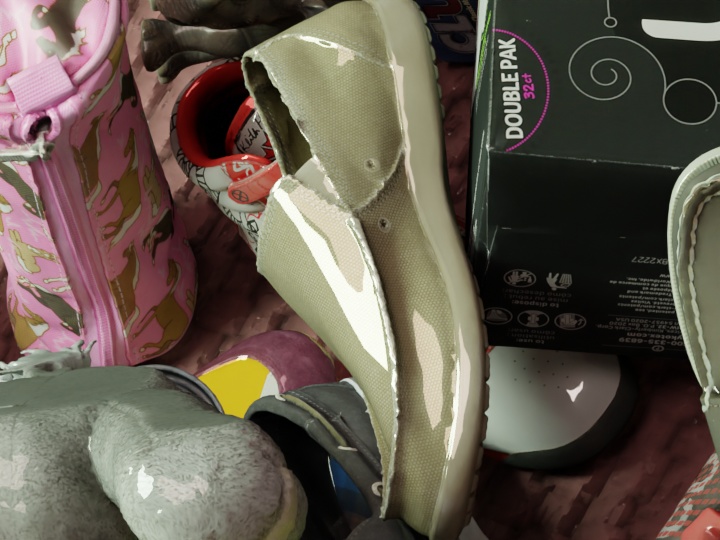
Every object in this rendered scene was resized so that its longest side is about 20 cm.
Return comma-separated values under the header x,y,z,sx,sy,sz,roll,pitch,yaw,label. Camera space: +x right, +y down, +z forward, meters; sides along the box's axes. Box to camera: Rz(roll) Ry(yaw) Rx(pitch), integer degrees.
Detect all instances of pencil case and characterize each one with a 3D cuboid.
x,y,z,sx,sy,sz,roll,pitch,yaw,label
-0.110,-0.038,1.090,0.083,0.200,0.087,25,65,20,pencil case

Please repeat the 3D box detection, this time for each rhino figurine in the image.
x,y,z,sx,sy,sz,roll,pitch,yaw,label
-0.042,-0.107,1.119,0.087,0.200,0.060,-8,92,0,rhino figurine

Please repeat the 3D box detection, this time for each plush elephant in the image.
x,y,z,sx,sy,sz,roll,pitch,yaw,label
-0.089,0.113,0.846,0.164,0.200,0.155,-8,98,1,plush elephant

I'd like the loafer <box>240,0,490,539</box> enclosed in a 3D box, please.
x,y,z,sx,sy,sz,roll,pitch,yaw,label
0.000,0.000,0.983,0.068,0.076,0.200,-6,62,-6,loafer

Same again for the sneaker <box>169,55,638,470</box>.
x,y,z,sx,sy,sz,roll,pitch,yaw,label
0.008,-0.007,1.059,0.067,0.108,0.201,-47,49,-6,sneaker

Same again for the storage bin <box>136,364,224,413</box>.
x,y,z,sx,sy,sz,roll,pitch,yaw,label
-0.082,0.147,0.955,0.135,0.094,0.200,-18,75,-3,storage bin

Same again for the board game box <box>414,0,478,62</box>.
x,y,z,sx,sy,sz,roll,pitch,yaw,label
0.049,-0.201,1.146,0.035,0.136,0.200,3,61,23,board game box

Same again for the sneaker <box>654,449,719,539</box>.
x,y,z,sx,sy,sz,roll,pitch,yaw,label
0.134,0.088,0.949,0.071,0.098,0.201,37,107,7,sneaker

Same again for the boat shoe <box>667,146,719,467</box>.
x,y,z,sx,sy,sz,roll,pitch,yaw,label
0.141,0.059,0.858,0.072,0.060,0.202,-21,93,19,boat shoe

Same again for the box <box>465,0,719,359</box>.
x,y,z,sx,sy,sz,roll,pitch,yaw,label
0.115,-0.084,1.009,0.148,0.124,0.200,4,59,0,box

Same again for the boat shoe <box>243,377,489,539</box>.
x,y,z,sx,sy,sz,roll,pitch,yaw,label
0.009,0.105,0.983,0.066,0.070,0.200,0,40,-23,boat shoe

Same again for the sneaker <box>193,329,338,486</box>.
x,y,z,sx,sy,sz,roll,pitch,yaw,label
-0.088,0.092,1.058,0.075,0.090,0.200,32,78,40,sneaker
